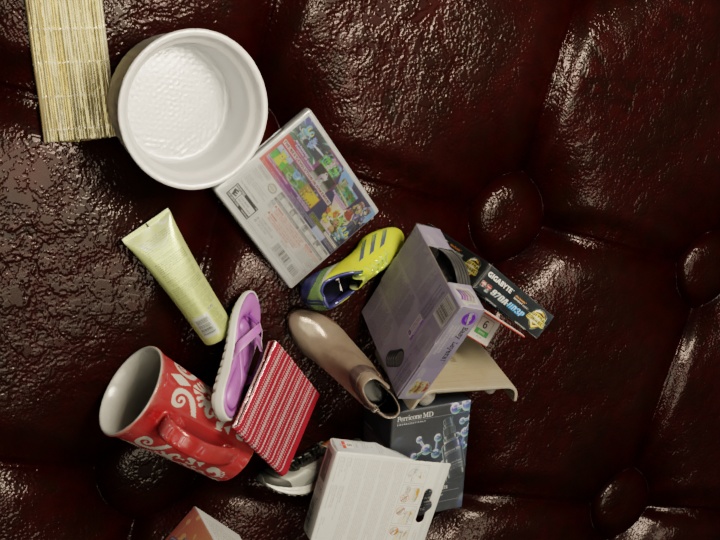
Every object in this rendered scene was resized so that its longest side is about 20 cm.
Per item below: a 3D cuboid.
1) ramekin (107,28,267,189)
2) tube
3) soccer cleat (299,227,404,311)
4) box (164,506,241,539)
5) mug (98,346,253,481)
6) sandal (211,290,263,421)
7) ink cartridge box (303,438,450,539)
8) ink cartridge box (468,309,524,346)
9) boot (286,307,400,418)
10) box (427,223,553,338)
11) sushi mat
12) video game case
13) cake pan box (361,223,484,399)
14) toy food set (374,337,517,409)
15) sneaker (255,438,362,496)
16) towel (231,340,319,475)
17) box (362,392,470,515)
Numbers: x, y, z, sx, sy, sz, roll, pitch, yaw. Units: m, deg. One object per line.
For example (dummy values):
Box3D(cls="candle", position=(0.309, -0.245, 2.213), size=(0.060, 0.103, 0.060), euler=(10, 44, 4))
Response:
Box3D(cls="ramekin", position=(-0.230, -0.213, 1.212), size=(0.199, 0.098, 0.202), euler=(-10, 111, -28))
Box3D(cls="tube", position=(-0.249, 0.014, 1.317), size=(0.201, 0.052, 0.058), euler=(60, 32, -25))
Box3D(cls="soccer cleat", position=(0.000, 0.001, 1.409), size=(0.200, 0.084, 0.065), euler=(-33, 117, -25))
Box3D(cls="box", position=(-0.233, 0.481, 1.387), size=(0.152, 0.200, 0.106), euler=(-49, 122, -5))
Box3D(cls="mug", position=(-0.250, 0.228, 1.320), size=(0.133, 0.178, 0.200), euler=(-37, 128, 19))
Box3D(cls="sandal", position=(-0.162, 0.124, 1.335), size=(0.083, 0.049, 0.204), euler=(67, 28, -54))
Box3D(cls="ink cartridge box", position=(0.026, 0.352, 1.468), size=(0.199, 0.050, 0.163), euler=(10, 106, -24))
Box3D(cls="ink cartridge box", position=(0.154, 0.067, 1.447), size=(0.109, 0.200, 0.051), euler=(31, 91, -31))
Box3D(cls="boot", position=(-0.018, 0.144, 1.417), size=(0.070, 0.146, 0.200), euler=(-49, 121, -2))
Box3D(cls="box", position=(0.186, 0.014, 1.447), size=(0.159, 0.200, 0.046), euler=(37, 92, -31))
Box3D(cls="sushi mat", position=(-0.366, -0.262, 1.182), size=(0.095, 0.012, 0.202), euler=(-11, 111, -24))
Box3D(cls="video game case", position=(-0.092, -0.104, 1.370), size=(0.182, 0.023, 0.200), euler=(-41, 119, -9))
Box3D(cls="cake pan box", position=(0.087, 0.058, 1.385), size=(0.052, 0.185, 0.201), euler=(9, 126, -32))
Box3D(cls="toy food set", position=(0.139, 0.166, 1.509), size=(0.199, 0.144, 0.061), euler=(1, 123, -28))
Box3D(cls="sneaker", position=(-0.077, 0.311, 1.493), size=(0.199, 0.074, 0.080), euler=(-2, 98, -33))
Box3D(cls="towel", position=(-0.123, 0.207, 1.379), size=(0.145, 0.022, 0.200), euler=(-68, 154, -24))
Box3D(cls="box", position=(0.088, 0.293, 1.545), size=(0.147, 0.107, 0.202), euler=(-6, 108, -25))
